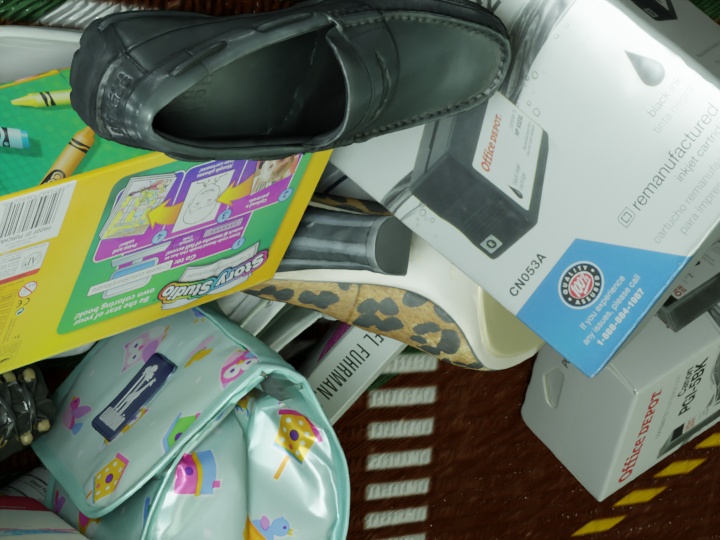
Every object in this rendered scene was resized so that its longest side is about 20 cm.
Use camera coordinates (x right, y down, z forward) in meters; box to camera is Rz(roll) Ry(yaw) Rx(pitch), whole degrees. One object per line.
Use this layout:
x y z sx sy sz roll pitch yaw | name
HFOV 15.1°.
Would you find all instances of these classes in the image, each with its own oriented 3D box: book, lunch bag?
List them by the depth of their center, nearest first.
-0.083 0.116 1.253 0.122 0.170 0.200 7 99 -21 | lunch bag
0.021 0.016 1.440 0.200 0.048 0.134 -48 -179 20 | book

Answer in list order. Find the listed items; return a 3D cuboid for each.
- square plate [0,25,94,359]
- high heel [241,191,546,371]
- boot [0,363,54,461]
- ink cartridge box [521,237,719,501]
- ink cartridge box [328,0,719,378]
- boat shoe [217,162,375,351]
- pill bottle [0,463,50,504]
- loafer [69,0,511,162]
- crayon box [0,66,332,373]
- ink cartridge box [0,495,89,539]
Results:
-0.143 -0.034 1.189 0.200 0.028 0.198 -5 137 -53 | square plate
0.000 0.000 1.329 0.200 0.142 0.072 27 73 -54 | high heel
-0.179 0.069 1.150 0.138 0.078 0.200 -18 -170 -22 | boot
0.215 0.043 1.786 0.200 0.083 0.147 -31 155 -24 | ink cartridge box
0.079 -0.075 1.222 0.145 0.200 0.084 -53 172 23 | ink cartridge box
-0.020 -0.002 1.379 0.200 0.067 0.074 -37 156 -10 | boat shoe
-0.160 0.162 1.390 0.200 0.112 0.113 -30 154 -23 | pill bottle
-0.018 -0.074 1.090 0.200 0.070 0.068 -7 120 -33 | loafer
-0.106 -0.030 1.146 0.200 0.058 0.119 -20 148 -40 | crayon box
-0.158 0.183 1.161 0.085 0.148 0.200 3 -177 -17 | ink cartridge box
